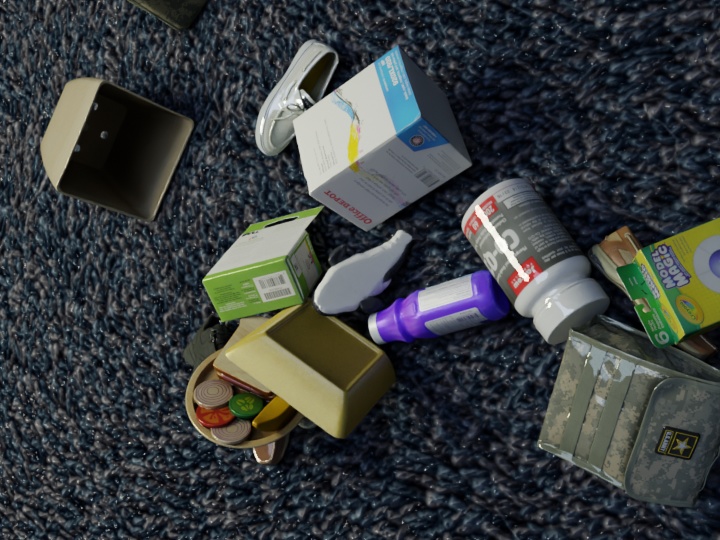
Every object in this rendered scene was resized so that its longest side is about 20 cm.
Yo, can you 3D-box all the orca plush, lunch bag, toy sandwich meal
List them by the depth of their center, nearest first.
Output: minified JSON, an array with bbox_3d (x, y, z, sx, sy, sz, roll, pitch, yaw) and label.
[{"bbox_3d":[0.333,0.171,1.033,0.199,0.117,0.166,24,112,30],"label":"lunch bag"},{"bbox_3d":[-0.158,0.160,1.249,0.202,0.071,0.207,0,47,0],"label":"toy sandwich meal"},{"bbox_3d":[0.000,0.000,1.283,0.105,0.071,0.201,37,69,-6],"label":"orca plush"},{"bbox_3d":[-0.379,-0.546,1.532,0.168,0.199,0.140,41,102,27],"label":"lunch bag"}]

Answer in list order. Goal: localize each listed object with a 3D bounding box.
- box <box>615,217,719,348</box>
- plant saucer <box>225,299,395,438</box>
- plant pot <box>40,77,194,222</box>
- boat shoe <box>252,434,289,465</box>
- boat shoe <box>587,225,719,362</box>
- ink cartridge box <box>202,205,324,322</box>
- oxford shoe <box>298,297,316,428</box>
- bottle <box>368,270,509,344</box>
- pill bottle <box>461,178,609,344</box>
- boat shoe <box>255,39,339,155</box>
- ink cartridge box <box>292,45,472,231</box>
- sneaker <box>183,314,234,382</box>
[{"bbox_3d":[0.415,0.005,1.021,0.198,0.048,0.118,-22,70,-1],"label":"box"},{"bbox_3d":[-0.056,0.118,1.205,0.199,0.200,0.049,34,118,11],"label":"plant saucer"},{"bbox_3d":[-0.453,-0.230,1.538,0.176,0.199,0.202,29,97,42],"label":"plant pot"},{"bbox_3d":[-0.159,0.203,1.355,0.075,0.072,0.202,-14,75,28],"label":"boat shoe"},{"bbox_3d":[0.371,0.023,1.075,0.074,0.075,0.200,-45,64,13],"label":"boat shoe"},{"bbox_3d":[-0.132,-0.016,1.339,0.146,0.200,0.076,-13,113,22],"label":"ink cartridge box"},{"bbox_3d":[-0.089,0.141,1.334,0.074,0.058,0.203,-4,82,27],"label":"oxford shoe"},{"bbox_3d":[0.106,0.057,1.218,0.198,0.083,0.066,-19,66,27],"label":"bottle"},{"bbox_3d":[0.229,-0.012,1.136,0.114,0.114,0.201,-41,62,18],"label":"pill bottle"},{"bbox_3d":[-0.092,-0.269,1.390,0.086,0.074,0.203,34,93,47],"label":"boat shoe"},{"bbox_3d":[0.028,-0.185,1.252,0.199,0.147,0.146,-31,54,23],"label":"ink cartridge box"},{"bbox_3d":[-0.228,0.137,1.364,0.091,0.075,0.200,-63,33,13],"label":"sneaker"}]
